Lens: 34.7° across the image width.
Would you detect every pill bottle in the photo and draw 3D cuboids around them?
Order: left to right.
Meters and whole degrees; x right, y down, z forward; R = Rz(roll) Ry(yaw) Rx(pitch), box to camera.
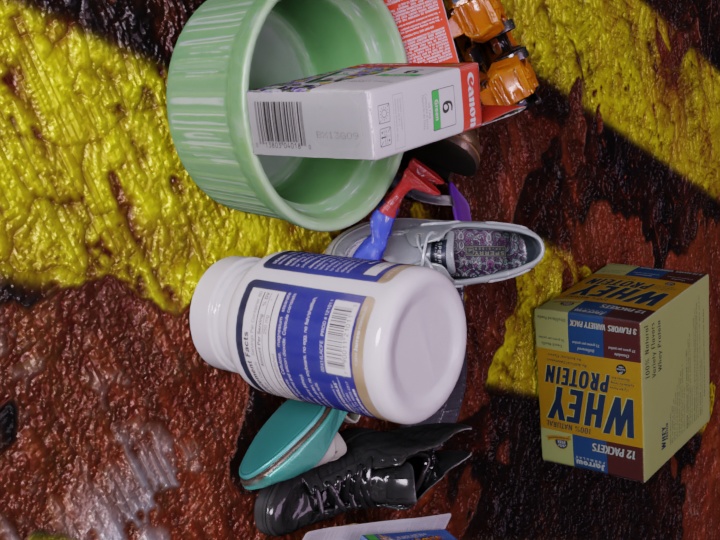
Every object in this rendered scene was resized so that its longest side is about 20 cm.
[{"bbox_3d":[-0.029,0.044,0.882,0.116,0.200,0.116,-13,106,-50],"label":"pill bottle"}]

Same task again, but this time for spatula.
[{"bbox_3d":[0.060,-0.074,1.120,0.200,0.021,0.057,21,52,-47],"label":"spatula"}]

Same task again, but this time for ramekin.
[{"bbox_3d":[-0.057,-0.133,0.903,0.200,0.098,0.200,-11,104,-51],"label":"ramekin"}]

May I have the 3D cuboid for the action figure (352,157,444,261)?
[{"bbox_3d":[0.000,0.000,0.972,0.052,0.200,0.065,36,20,-9],"label":"action figure"}]

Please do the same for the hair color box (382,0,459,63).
[{"bbox_3d":[0.028,-0.245,0.980,0.064,0.111,0.200,-19,120,-1],"label":"hair color box"}]

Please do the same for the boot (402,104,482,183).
[{"bbox_3d":[0.077,-0.125,1.016,0.075,0.074,0.200,-61,-177,2],"label":"boot"}]

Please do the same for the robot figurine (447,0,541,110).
[{"bbox_3d":[0.121,-0.210,1.085,0.145,0.058,0.200,63,10,-8],"label":"robot figurine"}]

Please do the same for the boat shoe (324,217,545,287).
[{"bbox_3d":[0.070,-0.018,1.033,0.201,0.072,0.070,-4,86,-15],"label":"boat shoe"}]

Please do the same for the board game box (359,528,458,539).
[{"bbox_3d":[0.008,0.331,1.051,0.135,0.034,0.200,12,107,-52],"label":"board game box"}]

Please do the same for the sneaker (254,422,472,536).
[{"bbox_3d":[0.006,0.184,1.024,0.200,0.104,0.060,-26,116,-47],"label":"sneaker"}]

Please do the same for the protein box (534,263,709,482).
[{"bbox_3d":[0.321,0.116,1.395,0.200,0.135,0.199,-24,115,-49],"label":"protein box"}]

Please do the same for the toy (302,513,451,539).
[{"bbox_3d":[-0.012,0.267,1.050,0.200,0.047,0.115,5,113,-51],"label":"toy"}]

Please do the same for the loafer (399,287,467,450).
[{"bbox_3d":[0.061,0.074,1.119,0.072,0.063,0.200,-3,101,-35],"label":"loafer"}]

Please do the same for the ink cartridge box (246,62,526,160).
[{"bbox_3d":[0.025,-0.124,0.838,0.200,0.109,0.050,-25,115,-48],"label":"ink cartridge box"}]

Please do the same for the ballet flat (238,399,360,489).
[{"bbox_3d":[-0.028,0.122,0.997,0.070,0.067,0.200,51,54,-27],"label":"ballet flat"}]
